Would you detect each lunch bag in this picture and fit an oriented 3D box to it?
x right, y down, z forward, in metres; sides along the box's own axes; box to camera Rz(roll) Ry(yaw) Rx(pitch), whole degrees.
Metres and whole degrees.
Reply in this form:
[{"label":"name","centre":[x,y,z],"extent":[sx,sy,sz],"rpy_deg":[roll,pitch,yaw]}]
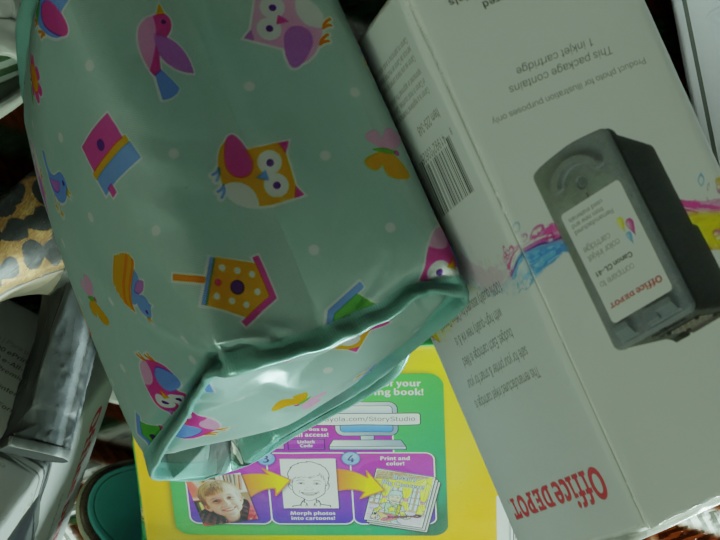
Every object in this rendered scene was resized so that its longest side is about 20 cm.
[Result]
[{"label":"lunch bag","centre":[-0.056,-0.021,1.009],"extent":[0.122,0.171,0.200],"rpy_deg":[-20,168,-19]}]

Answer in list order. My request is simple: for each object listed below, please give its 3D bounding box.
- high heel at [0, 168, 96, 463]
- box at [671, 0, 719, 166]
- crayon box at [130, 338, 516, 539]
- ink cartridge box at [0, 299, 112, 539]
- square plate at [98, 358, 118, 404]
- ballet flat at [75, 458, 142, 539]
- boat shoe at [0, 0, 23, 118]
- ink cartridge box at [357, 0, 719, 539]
[{"label":"high heel","centre":[-0.190,-0.015,1.099],"extent":[0.200,0.143,0.071],"rpy_deg":[19,166,-25]},{"label":"box","centre":[0.188,-0.078,1.074],"extent":[0.116,0.060,0.200],"rpy_deg":[-10,128,11]},{"label":"crayon box","centre":[0.001,0.057,1.162],"extent":[0.200,0.058,0.119],"rpy_deg":[0,130,3]},{"label":"ink cartridge box","centre":[-0.192,0.123,1.163],"extent":[0.084,0.200,0.145],"rpy_deg":[26,130,5]},{"label":"square plate","centre":[0.000,0.000,1.171],"extent":[0.200,0.028,0.198],"rpy_deg":[13,129,-7]},{"label":"ballet flat","centre":[-0.034,0.130,1.264],"extent":[0.200,0.070,0.070],"rpy_deg":[9,130,-6]},{"label":"boat shoe","centre":[-0.208,-0.066,1.102],"extent":[0.200,0.067,0.074],"rpy_deg":[-28,123,24]},{"label":"ink cartridge box","centre":[0.072,-0.006,0.965],"extent":[0.086,0.148,0.200],"rpy_deg":[-24,86,-15]}]
